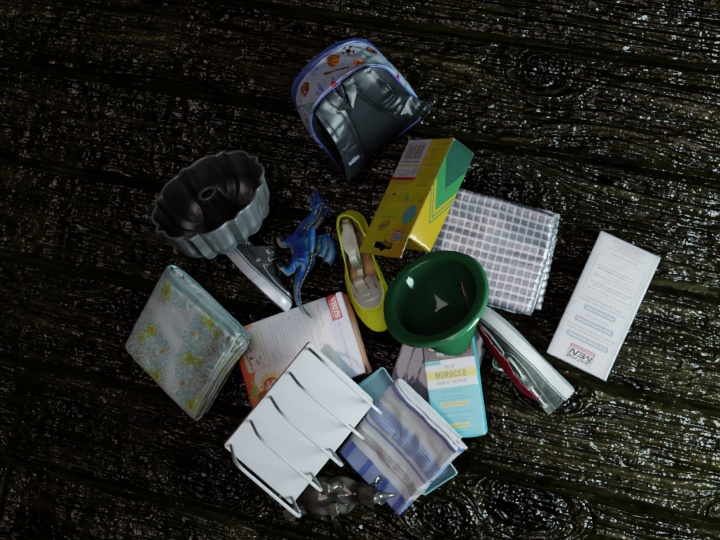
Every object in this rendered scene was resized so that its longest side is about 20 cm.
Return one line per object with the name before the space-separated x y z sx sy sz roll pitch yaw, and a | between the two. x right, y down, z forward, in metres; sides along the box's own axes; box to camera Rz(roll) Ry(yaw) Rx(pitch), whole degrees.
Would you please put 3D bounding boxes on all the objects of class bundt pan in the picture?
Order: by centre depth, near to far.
bundt pan | -0.231 -0.099 1.542 0.198 0.076 0.204 -14 44 14

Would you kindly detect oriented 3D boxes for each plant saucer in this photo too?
plant saucer | 0.068 0.248 1.487 0.070 0.019 0.201 -36 89 19

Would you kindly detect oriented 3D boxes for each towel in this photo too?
towel | 0.059 0.272 1.466 0.147 0.024 0.201 44 127 11
towel | 0.201 -0.032 1.484 0.197 0.086 0.169 15 89 12
towel | -0.284 0.117 1.554 0.199 0.048 0.173 40 107 22

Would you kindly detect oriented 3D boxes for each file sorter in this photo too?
file sorter | -0.080 0.232 1.397 0.138 0.124 0.201 41 84 -11

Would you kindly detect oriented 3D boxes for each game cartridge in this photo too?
game cartridge | 0.116 0.167 1.511 0.128 0.038 0.203 19 89 8

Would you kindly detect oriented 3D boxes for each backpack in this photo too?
backpack | -0.013 -0.268 1.491 0.200 0.190 0.155 -41 63 5

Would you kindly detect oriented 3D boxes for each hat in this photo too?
hat | 0.143 0.098 1.437 0.163 0.177 0.202 -25 44 10

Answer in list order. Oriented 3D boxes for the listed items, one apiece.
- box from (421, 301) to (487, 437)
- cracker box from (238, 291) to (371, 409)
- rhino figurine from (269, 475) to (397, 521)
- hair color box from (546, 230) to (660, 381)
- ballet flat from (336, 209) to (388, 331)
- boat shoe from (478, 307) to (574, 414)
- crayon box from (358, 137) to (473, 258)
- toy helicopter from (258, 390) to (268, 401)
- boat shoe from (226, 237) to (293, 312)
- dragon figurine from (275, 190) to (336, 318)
box | 0.141 0.152 1.466 0.081 0.049 0.204 -9 84 10
cracker box | -0.095 0.131 1.541 0.197 0.058 0.136 -19 81 10
rhino figurine | -0.036 0.349 1.486 0.196 0.087 0.061 -9 83 20
hair color box | 0.368 0.054 1.457 0.098 0.061 0.203 25 90 12
ballet flat | 0.000 0.000 1.529 0.066 0.067 0.204 -17 83 11
boat shoe | 0.236 0.136 1.461 0.200 0.071 0.064 45 98 0
crayon box | 0.084 -0.104 1.477 0.050 0.126 0.203 31 80 -29
toy helicopter | -0.085 0.224 1.506 0.197 0.133 0.079 -21 48 -9
boat shoe | -0.163 -0.017 1.551 0.066 0.070 0.200 -44 57 -3
dragon figurine | -0.079 -0.033 1.522 0.099 0.059 0.203 -31 48 28
